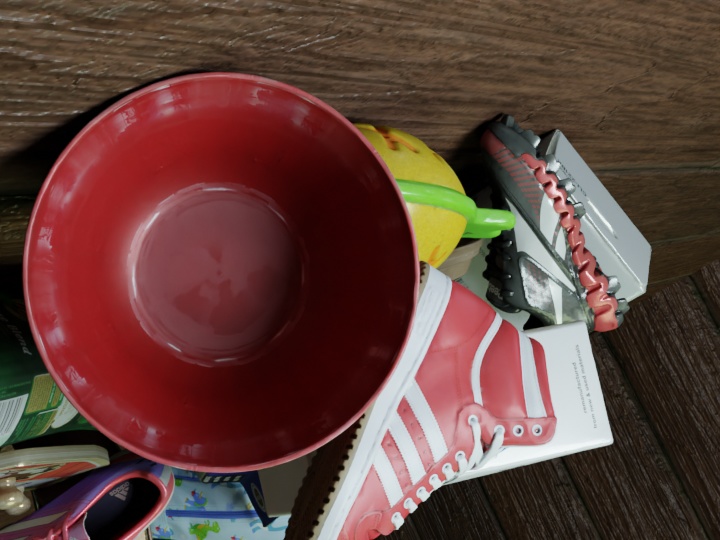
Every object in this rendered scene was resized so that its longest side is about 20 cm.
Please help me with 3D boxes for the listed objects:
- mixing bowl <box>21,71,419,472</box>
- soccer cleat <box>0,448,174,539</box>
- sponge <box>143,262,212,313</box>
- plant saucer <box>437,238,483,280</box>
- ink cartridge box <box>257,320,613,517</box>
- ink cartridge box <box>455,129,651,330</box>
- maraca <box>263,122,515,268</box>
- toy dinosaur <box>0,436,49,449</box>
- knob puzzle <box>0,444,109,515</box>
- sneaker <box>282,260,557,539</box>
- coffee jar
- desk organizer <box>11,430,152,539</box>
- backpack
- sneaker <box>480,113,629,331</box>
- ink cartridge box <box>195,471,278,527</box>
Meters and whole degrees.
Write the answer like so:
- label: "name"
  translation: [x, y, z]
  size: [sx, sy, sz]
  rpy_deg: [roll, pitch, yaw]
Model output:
- label: "mixing bowl"
  translation: [-0.076, 0.002, 0.630]
  size: [0.199, 0.201, 0.108]
  rpy_deg: [-23, -177, -9]
- label: "soccer cleat"
  translation: [-0.221, 0.203, 0.842]
  size: [0.200, 0.068, 0.073]
  rpy_deg: [-37, -172, -12]
- label: "sponge"
  translation: [-0.056, 0.025, 0.767]
  size: [0.199, 0.030, 0.111]
  rpy_deg: [10, 173, -23]
- label: "plant saucer"
  translation: [0.000, 0.000, 0.918]
  size: [0.199, 0.030, 0.200]
  rpy_deg: [-10, -174, 1]
- label: "ink cartridge box"
  translation: [0.038, 0.100, 0.757]
  size: [0.199, 0.085, 0.145]
  rpy_deg: [-9, 169, -19]
- label: "ink cartridge box"
  translation: [0.136, -0.007, 1.028]
  size: [0.200, 0.144, 0.084]
  rpy_deg: [-33, -165, 32]
- label: "maraca"
  translation: [0.016, -0.037, 0.762]
  size: [0.137, 0.108, 0.200]
  rpy_deg: [-2, 173, 40]
- label: "toy dinosaur"
  translation: [-0.265, 0.094, 0.849]
  size: [0.077, 0.103, 0.200]
  rpy_deg: [-16, 161, 15]
- label: "knob puzzle"
  translation: [-0.260, 0.152, 0.781]
  size: [0.218, 0.031, 0.220]
  rpy_deg: [-12, 168, -3]
- label: "sneaker"
  translation: [0.037, 0.107, 0.640]
  size: [0.201, 0.112, 0.071]
  rpy_deg: [-64, -166, -14]
- label: "coffee jar"
  translation: [-0.212, 0.059, 0.743]
  size: [0.200, 0.104, 0.086]
  rpy_deg: [0, 119, -64]
- label: "desk organizer"
  translation: [-0.247, 0.175, 0.983]
  size: [0.077, 0.072, 0.200]
  rpy_deg: [-15, -154, -24]
- label: "backpack"
  translation: [-0.097, 0.189, 1.053]
  size: [0.199, 0.155, 0.163]
  rpy_deg: [12, -171, 24]
- label: "sneaker"
  translation: [0.132, -0.022, 0.913]
  size: [0.098, 0.201, 0.071]
  rpy_deg: [-29, -159, 1]
- label: "ink cartridge box"
  translation: [-0.113, 0.102, 0.900]
  size: [0.040, 0.201, 0.200]
  rpy_deg: [-20, 166, -21]
